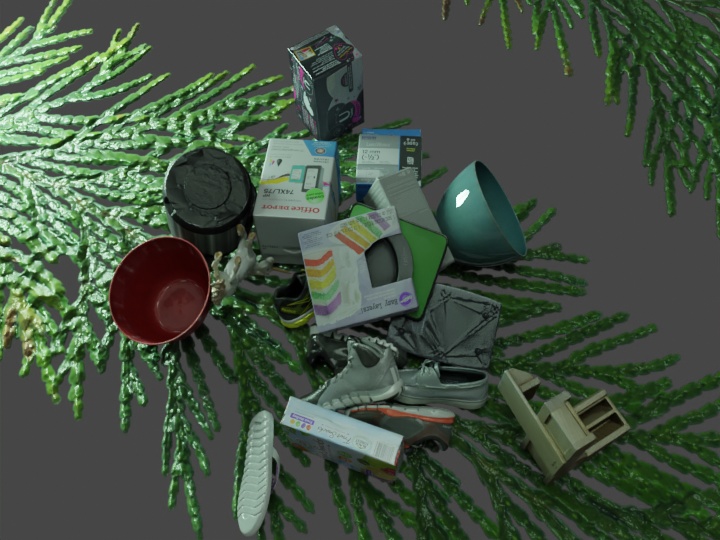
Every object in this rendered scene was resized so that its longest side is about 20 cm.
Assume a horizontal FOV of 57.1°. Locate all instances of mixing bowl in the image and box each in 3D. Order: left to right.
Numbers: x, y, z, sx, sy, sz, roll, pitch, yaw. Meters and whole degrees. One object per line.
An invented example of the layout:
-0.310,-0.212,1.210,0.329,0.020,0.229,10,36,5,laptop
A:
-0.356,0.052,1.243,0.193,0.109,0.207,-3,70,8,mixing bowl

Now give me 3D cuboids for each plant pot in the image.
0.218,-0.089,1.287,0.133,0.198,0.205,-29,56,25,plant pot

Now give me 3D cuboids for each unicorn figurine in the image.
-0.220,-0.010,1.241,0.073,0.140,0.199,35,52,21,unicorn figurine

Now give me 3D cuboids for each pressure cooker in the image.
-0.296,-0.123,1.299,0.175,0.201,0.179,-39,82,-22,pressure cooker

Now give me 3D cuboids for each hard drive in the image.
0.153,0.099,1.222,0.194,0.042,0.139,13,83,8,hard drive

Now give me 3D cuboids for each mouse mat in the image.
0.049,-0.018,1.211,0.195,0.008,0.165,21,91,12,mouse mat

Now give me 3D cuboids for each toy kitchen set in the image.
0.342,0.211,1.081,0.177,0.202,0.165,-26,62,-13,toy kitchen set

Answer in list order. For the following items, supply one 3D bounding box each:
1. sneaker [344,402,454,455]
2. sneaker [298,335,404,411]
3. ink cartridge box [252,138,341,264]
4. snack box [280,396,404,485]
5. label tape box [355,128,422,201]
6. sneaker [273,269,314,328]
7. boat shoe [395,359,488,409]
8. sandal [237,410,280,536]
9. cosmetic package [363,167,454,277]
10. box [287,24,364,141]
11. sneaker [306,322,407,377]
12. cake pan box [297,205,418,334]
0.063,0.272,1.132,0.193,0.077,0.085,1,83,17,sneaker
-0.026,0.174,1.142,0.194,0.075,0.119,-14,90,13,sneaker
-0.121,-0.136,1.324,0.142,0.148,0.205,3,55,4,ink cartridge box
-0.026,0.282,1.087,0.194,0.144,0.054,18,62,11,snack box
0.063,-0.247,1.436,0.138,0.067,0.206,2,61,3,label tape box
-0.079,0.026,1.251,0.199,0.085,0.074,-40,48,-9,sneaker
0.130,0.190,1.165,0.194,0.074,0.071,7,28,1,boat shoe
-0.161,0.337,1.112,0.049,0.082,0.208,26,51,-33,sandal
0.091,-0.079,1.274,0.088,0.107,0.205,-18,79,-22,cosmetic package
-0.069,-0.401,1.451,0.130,0.202,0.116,-30,64,-15,box
-0.012,0.163,1.204,0.194,0.067,0.093,12,63,13,sneaker
0.000,0.000,1.185,0.194,0.052,0.190,-13,83,6,cake pan box
